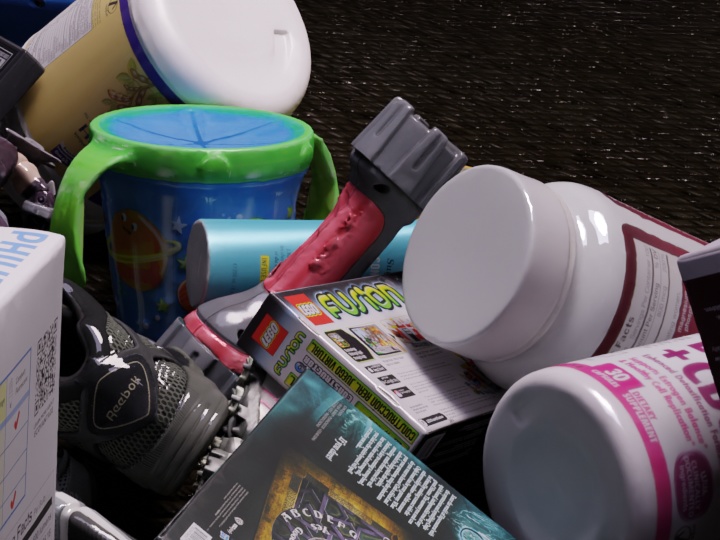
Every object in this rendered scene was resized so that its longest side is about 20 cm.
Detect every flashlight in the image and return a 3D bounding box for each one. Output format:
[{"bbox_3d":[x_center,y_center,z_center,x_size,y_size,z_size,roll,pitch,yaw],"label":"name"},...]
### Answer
[{"bbox_3d":[-0.029,-0.006,1.251,0.068,0.200,0.068,40,3,-6],"label":"flashlight"}]

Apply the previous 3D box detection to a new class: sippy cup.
[{"bbox_3d":[-0.096,-0.023,1.381,0.176,0.131,0.140,1,16,-5],"label":"sippy cup"}]

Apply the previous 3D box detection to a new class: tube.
[{"bbox_3d":[0.000,0.000,1.327,0.198,0.078,0.050,2,31,-19],"label":"tube"}]

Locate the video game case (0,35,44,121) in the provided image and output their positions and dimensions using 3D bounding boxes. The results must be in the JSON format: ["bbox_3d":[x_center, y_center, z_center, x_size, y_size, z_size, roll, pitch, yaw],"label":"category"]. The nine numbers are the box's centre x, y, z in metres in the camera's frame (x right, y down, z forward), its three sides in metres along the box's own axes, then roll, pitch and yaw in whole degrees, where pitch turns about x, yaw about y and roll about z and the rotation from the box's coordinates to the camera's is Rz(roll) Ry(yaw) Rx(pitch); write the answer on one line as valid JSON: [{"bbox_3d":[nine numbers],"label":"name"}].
[{"bbox_3d":[-0.316,-0.096,1.542,0.026,0.181,0.200,46,-10,-36],"label":"video game case"}]

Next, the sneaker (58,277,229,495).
[{"bbox_3d":[-0.136,0.050,1.144,0.114,0.076,0.199,37,-5,-12],"label":"sneaker"}]

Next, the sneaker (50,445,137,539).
[{"bbox_3d":[-0.139,0.116,1.055,0.199,0.076,0.115,14,18,31],"label":"sneaker"}]

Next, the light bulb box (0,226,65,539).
[{"bbox_3d":[-0.199,0.100,0.883,0.124,0.202,0.198,7,18,8],"label":"light bulb box"}]

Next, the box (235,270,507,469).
[{"bbox_3d":[0.027,0.050,1.215,0.110,0.035,0.200,41,19,18],"label":"box"}]

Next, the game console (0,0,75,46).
[{"bbox_3d":[-0.219,-0.183,1.864,0.198,0.119,0.171,7,19,7],"label":"game console"}]

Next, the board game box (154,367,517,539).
[{"bbox_3d":[-0.009,0.127,1.011,0.135,0.028,0.200,40,24,2],"label":"board game box"}]

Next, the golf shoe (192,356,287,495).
[{"bbox_3d":[-0.037,0.103,1.143,0.087,0.078,0.200,21,23,-3],"label":"golf shoe"}]

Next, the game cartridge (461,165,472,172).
[{"bbox_3d":[0.124,-0.035,1.529,0.175,0.033,0.200,16,-1,33],"label":"game cartridge"}]

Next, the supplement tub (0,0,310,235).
[{"bbox_3d":[-0.145,-0.121,1.528,0.200,0.146,0.145,-32,-8,39],"label":"supplement tub"}]

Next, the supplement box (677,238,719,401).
[{"bbox_3d":[0.220,0.072,1.050,0.061,0.202,0.109,-16,3,38],"label":"supplement box"}]

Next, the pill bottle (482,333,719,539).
[{"bbox_3d":[0.168,0.088,1.130,0.199,0.114,0.113,-11,23,-37],"label":"pill bottle"}]

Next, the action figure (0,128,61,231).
[{"bbox_3d":[-0.239,-0.033,1.387,0.129,0.070,0.201,13,40,-21],"label":"action figure"}]

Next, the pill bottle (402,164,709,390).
[{"bbox_3d":[0.125,0.021,1.220,0.199,0.115,0.114,22,4,-38],"label":"pill bottle"}]
